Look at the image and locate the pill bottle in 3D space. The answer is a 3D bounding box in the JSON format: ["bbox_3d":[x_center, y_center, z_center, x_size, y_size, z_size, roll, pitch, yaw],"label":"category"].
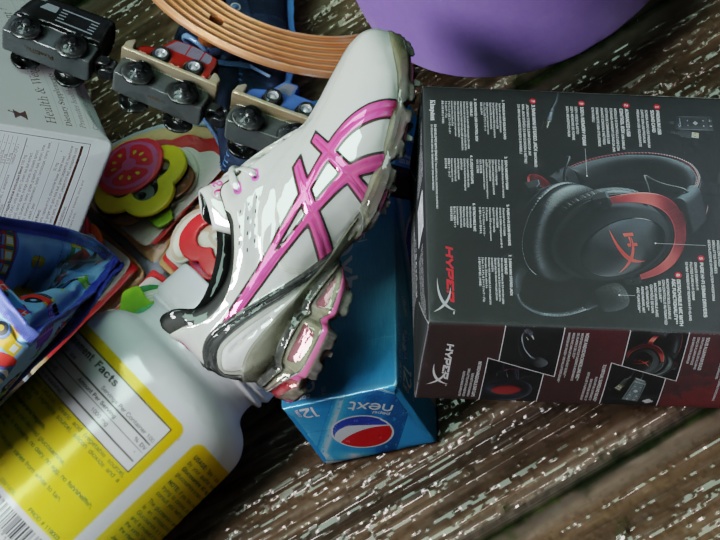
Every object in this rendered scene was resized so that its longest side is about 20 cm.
[{"bbox_3d":[-0.136,0.095,1.582,0.200,0.113,0.112,-44,51,-5],"label":"pill bottle"}]

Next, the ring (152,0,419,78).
[{"bbox_3d":[-0.040,-0.167,1.703,0.199,0.019,0.201,13,37,-9],"label":"ring"}]

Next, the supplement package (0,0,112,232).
[{"bbox_3d":[-0.274,-0.079,1.669,0.148,0.199,0.192,-66,32,28],"label":"supplement package"}]

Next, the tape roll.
[{"bbox_3d":[0.077,-0.211,1.636,0.199,0.085,0.201,-11,55,17],"label":"tape roll"}]

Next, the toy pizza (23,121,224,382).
[{"bbox_3d":[-0.122,-0.007,1.698,0.199,0.032,0.201,-13,54,18],"label":"toy pizza"}]

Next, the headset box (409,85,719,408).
[{"bbox_3d":[0.127,-0.011,1.513,0.198,0.075,0.149,1,56,-4],"label":"headset box"}]

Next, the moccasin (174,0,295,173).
[{"bbox_3d":[-0.078,-0.123,1.711,0.068,0.081,0.201,15,35,-14],"label":"moccasin"}]

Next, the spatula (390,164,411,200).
[{"bbox_3d":[0.051,-0.036,1.585,0.199,0.021,0.057,17,55,-6],"label":"spatula"}]

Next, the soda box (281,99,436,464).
[{"bbox_3d":[0.000,0.000,1.612,0.067,0.064,0.201,-12,55,18],"label":"soda box"}]

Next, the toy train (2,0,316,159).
[{"bbox_3d":[-0.101,-0.103,1.621,0.199,0.034,0.046,22,51,9],"label":"toy train"}]

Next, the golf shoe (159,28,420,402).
[{"bbox_3d":[-0.033,-0.039,1.524,0.092,0.073,0.201,23,80,-10],"label":"golf shoe"}]

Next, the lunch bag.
[{"bbox_3d":[-0.213,0.042,1.566,0.094,0.200,0.151,46,104,7],"label":"lunch bag"}]
